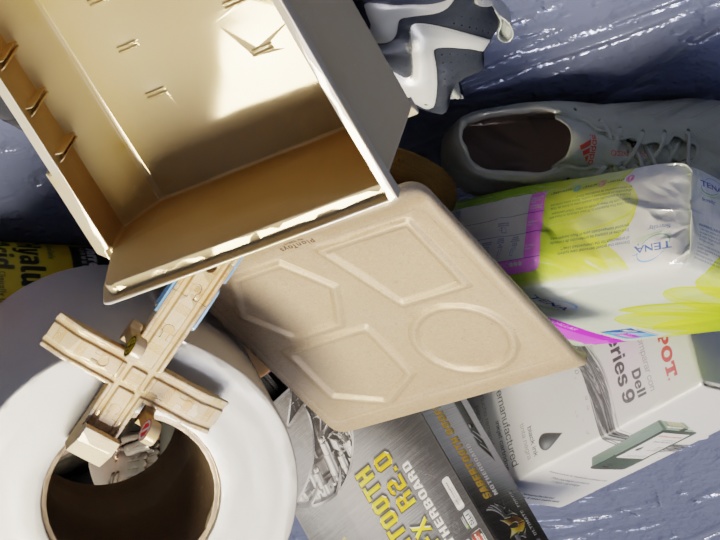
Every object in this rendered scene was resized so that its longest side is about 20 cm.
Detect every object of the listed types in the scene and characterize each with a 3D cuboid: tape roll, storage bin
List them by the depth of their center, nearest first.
[{"bbox_3d":[-0.103,-0.109,1.297,0.198,0.094,0.200,-20,116,25],"label":"storage bin"},{"bbox_3d":[-0.148,0.112,1.527,0.201,0.139,0.204,-4,109,-13],"label":"tape roll"}]

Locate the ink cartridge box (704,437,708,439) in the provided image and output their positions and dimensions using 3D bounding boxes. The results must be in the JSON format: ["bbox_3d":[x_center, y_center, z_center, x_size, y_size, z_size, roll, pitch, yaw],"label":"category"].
[{"bbox_3d":[0.142,0.087,1.789,0.199,0.094,0.044,-10,151,10],"label":"ink cartridge box"}]

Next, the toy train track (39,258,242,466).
[{"bbox_3d":[-0.102,0.030,1.407,0.114,0.033,0.200,29,105,-22],"label":"toy train track"}]

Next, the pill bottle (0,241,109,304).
[{"bbox_3d":[-0.201,0.038,1.624,0.199,0.112,0.111,3,151,-16],"label":"pill bottle"}]

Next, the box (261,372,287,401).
[{"bbox_3d":[-0.151,0.086,1.788,0.199,0.044,0.160,-13,151,13],"label":"box"}]

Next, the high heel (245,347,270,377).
[{"bbox_3d":[0.000,0.000,1.666,0.200,0.067,0.096,-51,167,33],"label":"high heel"}]

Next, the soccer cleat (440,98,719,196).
[{"bbox_3d":[0.148,-0.072,1.520,0.199,0.070,0.078,-2,169,2],"label":"soccer cleat"}]

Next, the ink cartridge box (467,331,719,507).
[{"bbox_3d":[0.164,0.052,1.668,0.084,0.147,0.200,12,147,-42],"label":"ink cartridge box"}]

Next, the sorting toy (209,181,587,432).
[{"bbox_3d":[0.010,0.021,1.490,0.184,0.037,0.200,-18,138,33],"label":"sorting toy"}]

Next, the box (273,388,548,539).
[{"bbox_3d":[0.025,0.148,1.697,0.048,0.201,0.158,-16,162,-45],"label":"box"}]

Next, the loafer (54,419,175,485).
[{"bbox_3d":[-0.181,0.145,1.779,0.063,0.072,0.200,25,143,-31],"label":"loafer"}]

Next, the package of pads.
[{"bbox_3d":[0.159,-0.007,1.513,0.199,0.069,0.154,-9,160,42],"label":"package of pads"}]

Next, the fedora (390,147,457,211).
[{"bbox_3d":[-0.039,-0.061,1.492,0.199,0.082,0.201,-6,158,-2],"label":"fedora"}]

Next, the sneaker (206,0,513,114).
[{"bbox_3d":[-0.004,-0.119,1.401,0.199,0.080,0.129,-31,135,22],"label":"sneaker"}]

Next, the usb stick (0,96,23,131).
[{"bbox_3d":[-0.164,-0.087,1.482,0.055,0.033,0.200,-24,147,29],"label":"usb stick"}]
